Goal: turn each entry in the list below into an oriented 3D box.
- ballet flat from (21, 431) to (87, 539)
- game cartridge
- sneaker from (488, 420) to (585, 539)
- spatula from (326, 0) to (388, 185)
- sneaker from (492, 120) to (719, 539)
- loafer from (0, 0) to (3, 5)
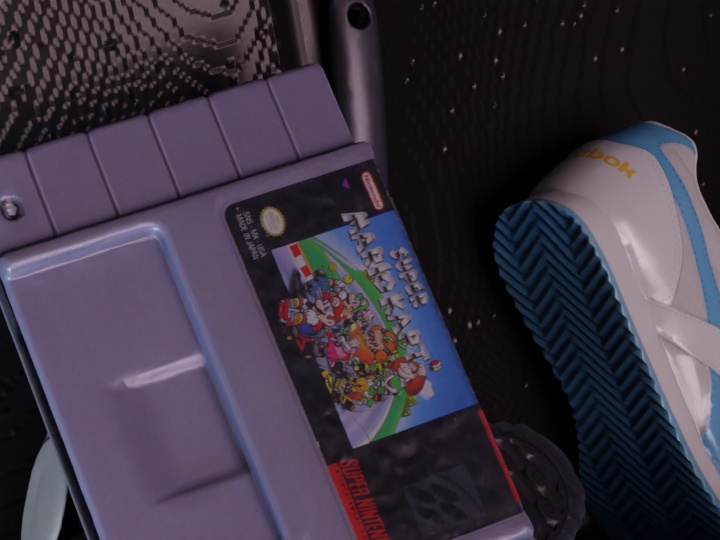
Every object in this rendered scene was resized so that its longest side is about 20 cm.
[{"bbox_3d":[-0.062,0.045,0.806,0.073,0.073,0.201,31,82,-35],"label":"ballet flat"},{"bbox_3d":[-0.030,0.042,0.761,0.129,0.038,0.201,-19,76,-15],"label":"game cartridge"},{"bbox_3d":[-0.009,0.119,0.815,0.199,0.079,0.066,-26,71,-39],"label":"sneaker"},{"bbox_3d":[0.000,0.000,0.870,0.056,0.020,0.202,-6,101,-33],"label":"spatula"},{"bbox_3d":[0.121,0.041,0.933,0.081,0.076,0.201,-40,122,-33],"label":"sneaker"},{"bbox_3d":[-0.133,-0.155,0.724,0.075,0.068,0.202,-2,115,-34],"label":"loafer"}]
